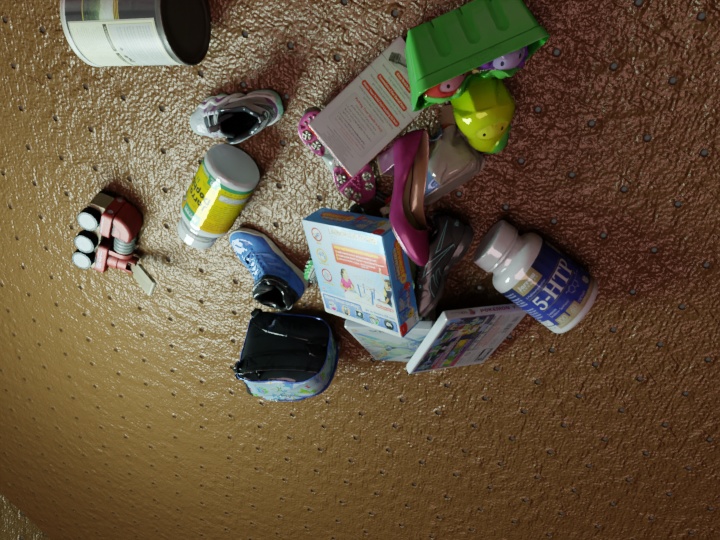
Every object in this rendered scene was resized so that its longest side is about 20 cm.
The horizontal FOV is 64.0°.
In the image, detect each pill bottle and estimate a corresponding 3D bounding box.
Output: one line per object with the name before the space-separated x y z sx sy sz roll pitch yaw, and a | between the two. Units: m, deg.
pill bottle | 0.302 0.006 1.013 0.198 0.120 0.120 35 125 -4
pill bottle | -0.289 -0.139 1.141 0.112 0.113 0.200 37 126 -6

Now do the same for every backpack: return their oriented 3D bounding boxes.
backpack | -0.148 0.191 1.257 0.196 0.186 0.148 0 144 15

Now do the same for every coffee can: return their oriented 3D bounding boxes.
coffee can | -0.377 -0.424 0.978 0.196 0.147 0.149 5 122 17

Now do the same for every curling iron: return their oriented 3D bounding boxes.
curling iron | 0.087 -0.117 1.075 0.197 0.026 0.050 25 106 9

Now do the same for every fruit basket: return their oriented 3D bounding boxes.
fruit basket | 0.173 -0.273 0.850 0.210 0.156 0.221 0 94 1

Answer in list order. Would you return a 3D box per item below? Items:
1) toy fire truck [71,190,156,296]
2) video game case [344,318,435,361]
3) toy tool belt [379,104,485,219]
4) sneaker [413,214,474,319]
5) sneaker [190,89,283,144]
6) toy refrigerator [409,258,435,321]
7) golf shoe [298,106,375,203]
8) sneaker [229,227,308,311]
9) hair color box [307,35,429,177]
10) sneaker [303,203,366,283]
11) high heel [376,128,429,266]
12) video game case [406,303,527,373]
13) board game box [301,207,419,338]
toy fire truck | -0.529 -0.050 1.288 0.197 0.130 0.178 23 126 -10
video game case | 0.084 0.146 1.169 0.179 0.022 0.200 0 154 22
toy tool belt | 0.105 -0.182 0.988 0.198 0.124 0.125 -31 76 29
sneaker | 0.124 -0.007 1.040 0.078 0.075 0.203 26 98 -15
sneaker | -0.247 -0.267 1.030 0.196 0.141 0.079 -9 118 23
toy refrigerator | 0.100 0.029 1.131 0.074 0.070 0.204 2 121 18
golf shoe | -0.036 -0.211 1.034 0.074 0.092 0.201 -30 121 12
sneaker | -0.206 0.002 1.198 0.199 0.112 0.077 42 125 -8
hair color box | 0.021 -0.260 0.931 0.199 0.064 0.111 -42 103 3
sneaker | -0.043 -0.034 1.138 0.085 0.078 0.200 40 124 -9
high heel | 0.089 -0.114 0.898 0.095 0.067 0.204 -23 84 40
video game case | 0.199 0.130 1.097 0.179 0.023 0.201 -4 145 -23
board game box | 0.000 0.000 1.027 0.198 0.056 0.199 15 128 41
